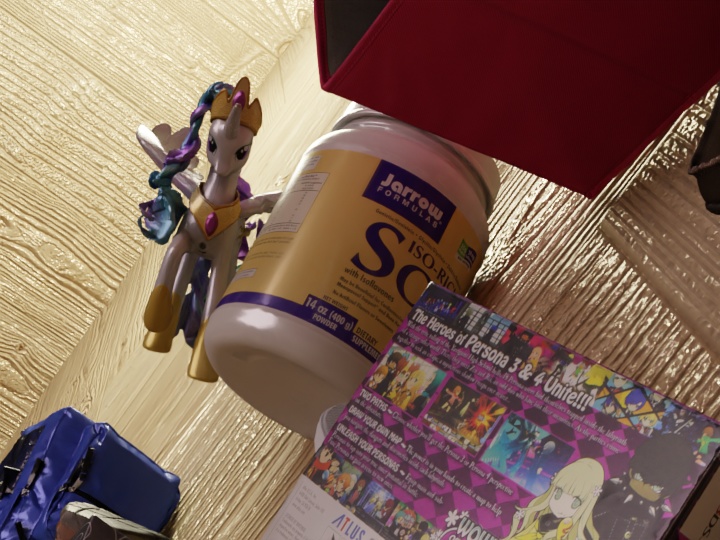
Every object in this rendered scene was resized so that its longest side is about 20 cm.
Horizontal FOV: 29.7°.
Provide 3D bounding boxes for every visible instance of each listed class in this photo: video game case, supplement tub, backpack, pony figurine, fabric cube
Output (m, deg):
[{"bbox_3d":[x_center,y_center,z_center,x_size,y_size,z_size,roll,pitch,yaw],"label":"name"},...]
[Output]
[{"bbox_3d":[0.045,0.113,0.571,0.183,0.036,0.199,-57,36,-5],"label":"video game case"},{"bbox_3d":[0.000,0.000,0.900,0.202,0.145,0.145,-62,15,-24],"label":"supplement tub"},{"bbox_3d":[-0.268,0.243,1.219,0.167,0.162,0.202,-30,28,53],"label":"backpack"},{"bbox_3d":[-0.100,-0.035,0.978,0.193,0.164,0.203,-93,16,-86],"label":"pony figurine"},{"bbox_3d":[0.102,-0.198,0.775,0.200,0.197,0.198,-47,35,40],"label":"fabric cube"}]

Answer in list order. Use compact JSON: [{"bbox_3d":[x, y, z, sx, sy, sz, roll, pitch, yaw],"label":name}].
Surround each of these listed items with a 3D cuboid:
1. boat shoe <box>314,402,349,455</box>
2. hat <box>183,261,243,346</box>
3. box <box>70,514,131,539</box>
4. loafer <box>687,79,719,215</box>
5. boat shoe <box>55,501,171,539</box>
[{"bbox_3d":[0.015,0.147,0.704,0.201,0.072,0.068,-103,17,-63],"label":"boat shoe"},{"bbox_3d":[-0.038,0.083,1.110,0.199,0.177,0.166,-13,-28,-49],"label":"hat"},{"bbox_3d":[-0.174,0.282,0.867,0.115,0.132,0.201,-46,15,26],"label":"box"},{"bbox_3d":[0.197,-0.116,0.649,0.202,0.071,0.073,-61,15,-23],"label":"loafer"},{"bbox_3d":[-0.180,0.230,1.030,0.200,0.075,0.075,61,-130,-66],"label":"boat shoe"}]
